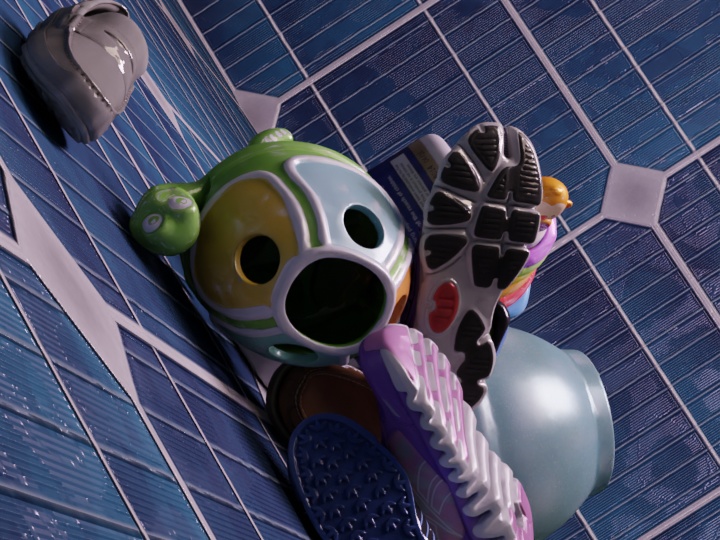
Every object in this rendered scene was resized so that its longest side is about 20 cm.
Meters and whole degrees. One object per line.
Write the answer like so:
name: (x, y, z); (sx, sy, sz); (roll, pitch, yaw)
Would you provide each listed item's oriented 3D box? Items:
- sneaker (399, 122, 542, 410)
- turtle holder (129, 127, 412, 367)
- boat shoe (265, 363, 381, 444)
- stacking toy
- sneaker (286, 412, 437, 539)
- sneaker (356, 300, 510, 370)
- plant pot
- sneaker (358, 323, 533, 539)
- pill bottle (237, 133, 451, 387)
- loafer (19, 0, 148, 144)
sneaker: (0.056, -0.005, 1.322); (0.080, 0.201, 0.083); (10, 16, -22)
turtle holder: (-0.046, -0.017, 1.273); (0.186, 0.141, 0.132); (52, -1, -29)
boat shoe: (0.024, 0.114, 1.356); (0.068, 0.072, 0.200); (3, -22, 48)
stacking toy: (0.111, -0.033, 1.537); (0.200, 0.115, 0.111); (146, -48, -68)
sneaker: (0.019, 0.181, 1.222); (0.200, 0.070, 0.078); (53, -20, 14)
sneaker: (0.037, 0.079, 1.453); (0.079, 0.200, 0.089); (46, -33, 1)
plant pot: (0.124, 0.132, 1.622); (0.200, 0.133, 0.202); (171, -90, -75)
sneaker: (0.037, 0.123, 1.268); (0.081, 0.088, 0.201); (-85, 151, -53)
pill bottle: (0.000, 0.000, 1.440); (0.116, 0.199, 0.116); (58, 0, -1)
loafer: (-0.166, -0.131, 1.230); (0.070, 0.070, 0.200); (57, 2, -23)
